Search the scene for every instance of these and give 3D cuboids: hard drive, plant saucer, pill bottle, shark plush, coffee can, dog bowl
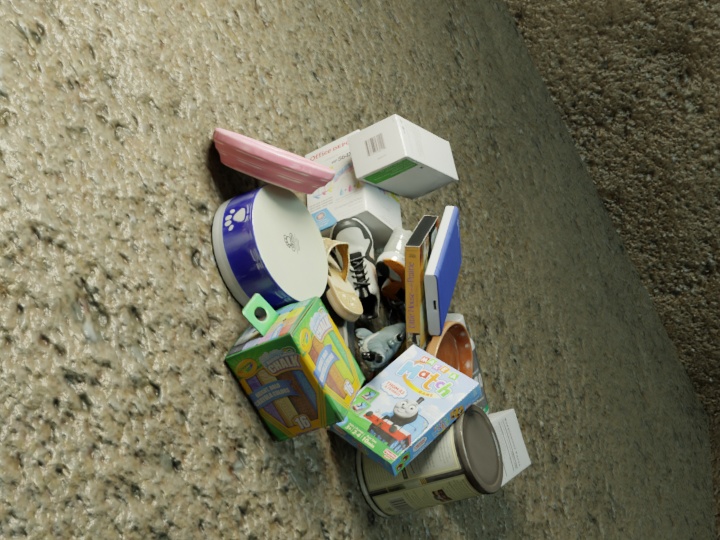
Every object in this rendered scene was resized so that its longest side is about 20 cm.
[{"bbox_3d":[0.145,-0.002,1.707,0.200,0.025,0.132,-68,157,-49],"label":"hard drive"},{"bbox_3d":[-0.140,-0.167,1.540,0.200,0.200,0.051,10,102,-60],"label":"plant saucer"},{"bbox_3d":[0.172,0.191,1.875,0.113,0.113,0.200,-34,112,-62],"label":"pill bottle"},{"bbox_3d":[0.150,0.189,1.733,0.200,0.032,0.201,-17,109,-61],"label":"plant saucer"},{"bbox_3d":[0.035,0.119,1.635,0.091,0.083,0.200,63,8,10],"label":"shark plush"},{"bbox_3d":[0.114,0.315,1.618,0.146,0.200,0.147,41,39,-44],"label":"coffee can"},{"bbox_3d":[-0.137,-0.031,1.526,0.200,0.079,0.200,41,38,-43],"label":"dog bowl"}]

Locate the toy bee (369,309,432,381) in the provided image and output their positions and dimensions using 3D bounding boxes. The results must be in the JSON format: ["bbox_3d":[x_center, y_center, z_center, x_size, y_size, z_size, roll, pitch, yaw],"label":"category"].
[{"bbox_3d":[0.079,0.134,1.783,0.131,0.109,0.200,38,40,-44],"label":"toy bee"}]

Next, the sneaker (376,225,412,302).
[{"bbox_3d":[0.081,-0.007,1.747,0.200,0.076,0.092,78,30,-65],"label":"sneaker"}]

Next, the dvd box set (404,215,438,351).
[{"bbox_3d":[0.107,0.023,1.687,0.146,0.029,0.200,-53,145,-61],"label":"dvd box set"}]

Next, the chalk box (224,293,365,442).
[{"bbox_3d":[-0.102,0.124,1.433,0.200,0.124,0.124,61,28,-17],"label":"chalk box"}]

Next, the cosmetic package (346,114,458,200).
[{"bbox_3d":[0.077,-0.196,1.727,0.200,0.107,0.085,14,58,-56],"label":"cosmetic package"}]

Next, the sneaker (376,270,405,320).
[{"bbox_3d":[0.087,0.050,1.880,0.200,0.080,0.086,35,39,-47],"label":"sneaker"}]

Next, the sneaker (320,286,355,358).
[{"bbox_3d":[-0.042,0.116,1.633,0.200,0.075,0.106,-85,165,-54],"label":"sneaker"}]

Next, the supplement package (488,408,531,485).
[{"bbox_3d":[0.229,0.352,1.891,0.200,0.121,0.120,-7,79,-63],"label":"supplement package"}]

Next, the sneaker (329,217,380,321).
[{"bbox_3d":[0.000,0.000,1.696,0.080,0.074,0.200,-110,-177,-57],"label":"sneaker"}]

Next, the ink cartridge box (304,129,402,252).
[{"bbox_3d":[-0.015,-0.145,1.779,0.125,0.128,0.200,34,43,-49],"label":"ink cartridge box"}]

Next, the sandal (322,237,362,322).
[{"bbox_3d":[-0.037,-0.013,1.620,0.078,0.070,0.212,16,34,-43],"label":"sandal"}]

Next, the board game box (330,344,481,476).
[{"bbox_3d":[0.070,0.218,1.564,0.200,0.151,0.037,-38,134,-25],"label":"board game box"}]
